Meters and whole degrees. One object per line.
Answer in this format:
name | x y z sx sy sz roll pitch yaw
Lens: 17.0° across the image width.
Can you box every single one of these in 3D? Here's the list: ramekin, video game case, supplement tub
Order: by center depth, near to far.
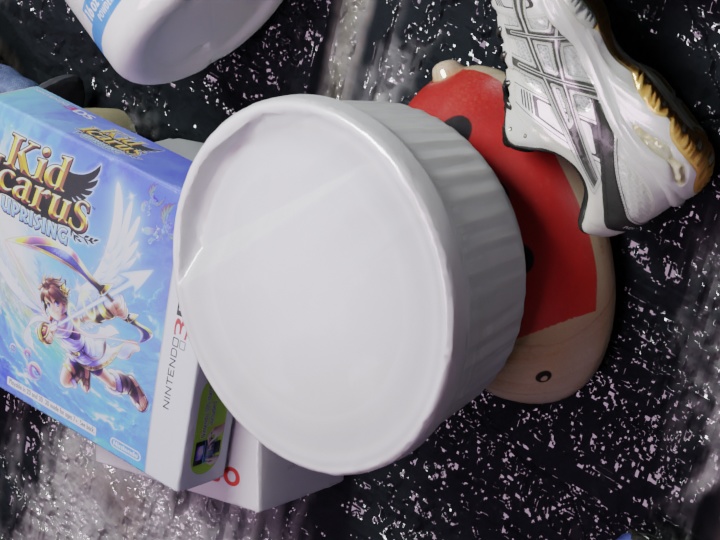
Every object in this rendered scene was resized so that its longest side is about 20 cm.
ramekin | 0.000 0.000 1.296 0.202 0.094 0.204 14 111 38
supplement tub | -0.141 -0.223 1.429 0.200 0.132 0.132 53 128 16
video game case | -0.153 0.008 1.444 0.199 0.045 0.182 26 116 33

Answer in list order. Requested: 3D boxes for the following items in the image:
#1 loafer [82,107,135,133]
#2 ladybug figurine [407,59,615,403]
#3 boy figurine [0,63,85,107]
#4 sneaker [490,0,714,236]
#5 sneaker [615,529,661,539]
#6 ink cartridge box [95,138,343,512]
loafer | -0.167 -0.020 1.549 0.076 0.068 0.201 34 137 32
ladybug figurine | 0.069 -0.019 1.343 0.135 0.072 0.201 -21 87 42
boy figurine | -0.268 -0.118 1.607 0.199 0.064 0.125 24 138 37
sneaker | 0.097 -0.107 1.269 0.088 0.076 0.200 -37 84 19
sneaker | 0.141 0.239 1.345 0.075 0.078 0.201 23 115 33
ink cartridge box | -0.087 0.030 1.481 0.146 0.086 0.201 12 107 38
